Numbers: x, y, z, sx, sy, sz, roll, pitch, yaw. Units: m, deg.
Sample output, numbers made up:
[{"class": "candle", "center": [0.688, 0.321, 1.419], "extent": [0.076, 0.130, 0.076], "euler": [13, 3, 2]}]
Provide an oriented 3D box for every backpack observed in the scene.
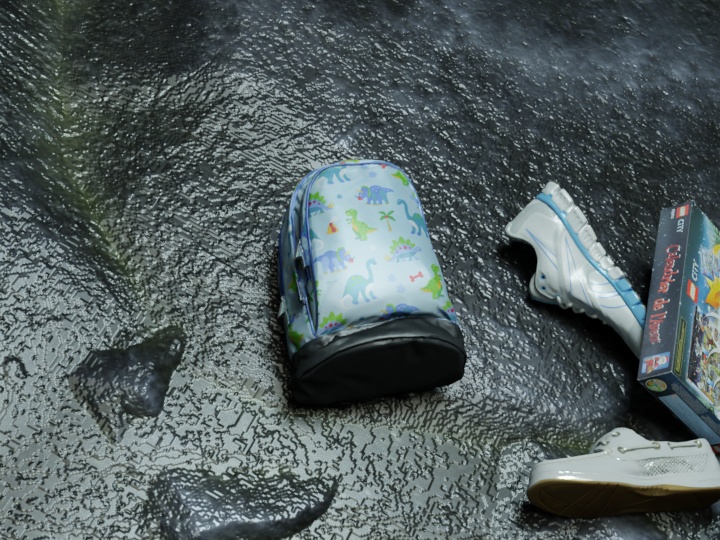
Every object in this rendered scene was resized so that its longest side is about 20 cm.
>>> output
[{"class": "backpack", "center": [0.000, 0.000, 1.120], "extent": [0.162, 0.154, 0.201], "euler": [-5, 48, -11]}]

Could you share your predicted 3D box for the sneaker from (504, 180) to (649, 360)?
[{"class": "sneaker", "center": [0.213, 0.017, 1.213], "extent": [0.086, 0.075, 0.201], "euler": [-36, 79, 3]}]

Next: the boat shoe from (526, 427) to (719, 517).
[{"class": "boat shoe", "center": [0.231, 0.175, 1.112], "extent": [0.198, 0.071, 0.070], "euler": [5, 56, -24]}]

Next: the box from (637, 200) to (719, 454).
[{"class": "box", "center": [0.326, 0.053, 1.192], "extent": [0.136, 0.038, 0.201], "euler": [41, 49, -30]}]
